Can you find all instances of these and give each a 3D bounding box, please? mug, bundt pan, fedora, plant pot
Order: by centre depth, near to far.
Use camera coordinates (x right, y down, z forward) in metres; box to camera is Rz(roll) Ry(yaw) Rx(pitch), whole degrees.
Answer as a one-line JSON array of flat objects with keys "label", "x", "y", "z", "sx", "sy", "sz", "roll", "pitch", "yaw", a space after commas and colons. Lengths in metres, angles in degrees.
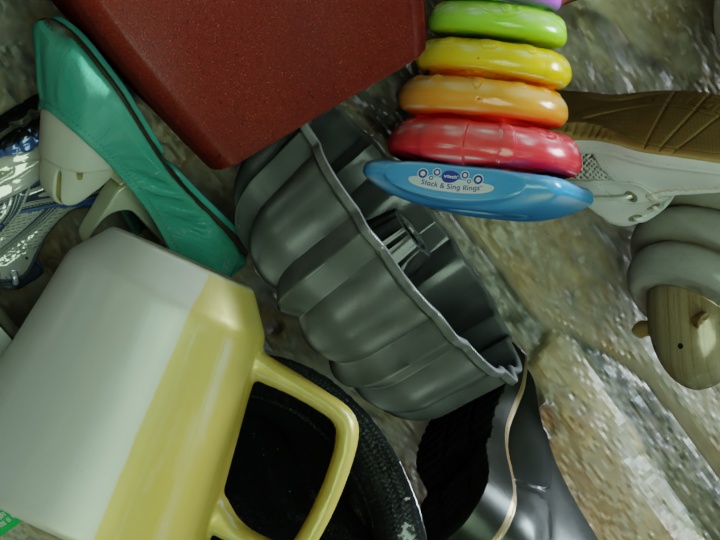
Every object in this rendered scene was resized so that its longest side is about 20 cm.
[{"label": "mug", "x": -0.109, "y": 0.069, "z": 1.558, "sx": 0.186, "sy": 0.149, "sz": 0.153, "roll": 24, "pitch": 90, "yaw": -27}, {"label": "plant pot", "x": -0.075, "y": -0.173, "z": 1.572, "sx": 0.200, "sy": 0.200, "sz": 0.176, "roll": -30, "pitch": 117, "yaw": -8}, {"label": "bundt pan", "x": 0.000, "y": 0.000, "z": 1.627, "sx": 0.076, "sy": 0.202, "sz": 0.202, "roll": -36, "pitch": 109, "yaw": 11}, {"label": "fedora", "x": -0.036, "y": 0.144, "z": 1.628, "sx": 0.200, "sy": 0.092, "sz": 0.201, "roll": -1, "pitch": 87, "yaw": 27}]

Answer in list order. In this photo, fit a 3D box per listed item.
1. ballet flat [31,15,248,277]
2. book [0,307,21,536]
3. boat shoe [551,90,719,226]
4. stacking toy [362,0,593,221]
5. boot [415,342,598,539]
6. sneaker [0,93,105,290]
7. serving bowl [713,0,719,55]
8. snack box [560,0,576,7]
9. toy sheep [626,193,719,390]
[{"label": "ballet flat", "x": -0.131, "y": -0.049, "z": 1.587, "sx": 0.070, "sy": 0.067, "sz": 0.200, "roll": -46, "pitch": 129, "yaw": -10}, {"label": "book", "x": -0.240, "y": 0.073, "z": 1.606, "sx": 0.133, "sy": 0.048, "sz": 0.200, "roll": -35, "pitch": 133, "yaw": 1}, {"label": "boat shoe", "x": 0.154, "y": -0.060, "z": 1.673, "sx": 0.071, "sy": 0.200, "sz": 0.069, "roll": -39, "pitch": 127, "yaw": -43}, {"label": "stacking toy", "x": 0.075, "y": -0.130, "z": 1.611, "sx": 0.116, "sy": 0.110, "sz": 0.201, "roll": 7, "pitch": 89, "yaw": 18}, {"label": "boot", "x": 0.103, "y": 0.140, "z": 1.678, "sx": 0.138, "sy": 0.200, "sz": 0.077, "roll": 41, "pitch": 119, "yaw": -15}, {"label": "sneaker", "x": -0.216, "y": -0.017, "z": 1.619, "sx": 0.200, "sy": 0.077, "sz": 0.085, "roll": -30, "pitch": 112, "yaw": -8}, {"label": "serving bowl", "x": 0.284, "y": -0.112, "z": 1.701, "sx": 0.200, "sy": 0.200, "sz": 0.066, "roll": 20, "pitch": 131, "yaw": -19}, {"label": "snack box", "x": 0.149, "y": -0.258, "z": 1.676, "sx": 0.200, "sy": 0.068, "sz": 0.169, "roll": -22, "pitch": 106, "yaw": -12}, {"label": "toy sheep", "x": 0.227, "y": -0.017, "z": 1.719, "sx": 0.138, "sy": 0.138, "sz": 0.200, "roll": 38, "pitch": 62, "yaw": -19}]
